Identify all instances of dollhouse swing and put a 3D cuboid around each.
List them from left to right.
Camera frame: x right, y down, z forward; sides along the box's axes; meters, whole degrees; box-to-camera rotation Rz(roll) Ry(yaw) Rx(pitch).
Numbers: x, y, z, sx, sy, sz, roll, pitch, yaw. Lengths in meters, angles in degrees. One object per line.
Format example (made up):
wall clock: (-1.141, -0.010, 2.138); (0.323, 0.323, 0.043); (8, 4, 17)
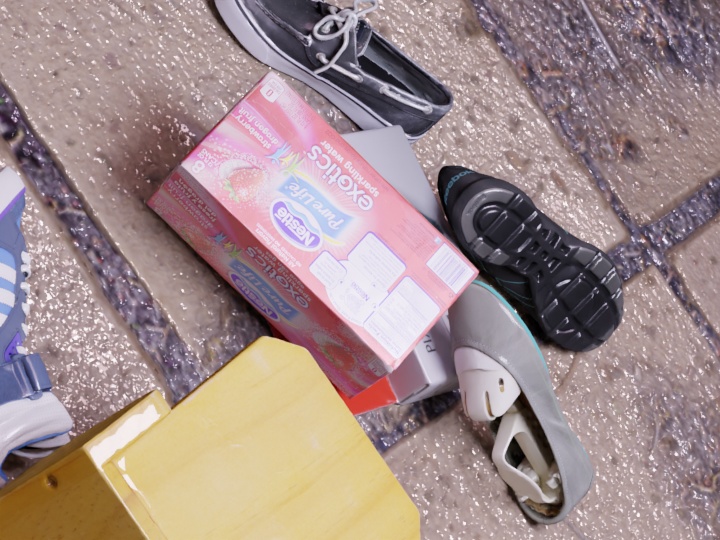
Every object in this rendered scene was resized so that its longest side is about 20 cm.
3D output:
dollhouse swing: (-0.097, 0.168, 1.452); (0.200, 0.182, 0.176); (55, 34, -5)

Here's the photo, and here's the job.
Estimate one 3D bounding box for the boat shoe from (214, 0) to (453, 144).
boat shoe: (-0.017, -0.168, 1.805); (0.199, 0.068, 0.074); (40, 44, -14)

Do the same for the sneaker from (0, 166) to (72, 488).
sneaker: (-0.226, 0.045, 1.490); (0.147, 0.080, 0.200); (49, 39, -18)

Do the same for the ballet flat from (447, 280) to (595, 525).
ballet flat: (0.107, 0.099, 1.710); (0.064, 0.067, 0.200); (-50, 125, -33)

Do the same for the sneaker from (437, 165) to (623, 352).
sneaker: (0.129, -0.015, 1.831); (0.200, 0.075, 0.079); (46, -1, -35)

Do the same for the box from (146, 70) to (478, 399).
box: (-0.034, -0.022, 1.650); (0.200, 0.095, 0.103); (43, 65, -4)

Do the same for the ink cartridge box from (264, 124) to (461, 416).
ink cartridge box: (0.000, 0.000, 1.734); (0.173, 0.044, 0.201); (-13, 74, -46)
